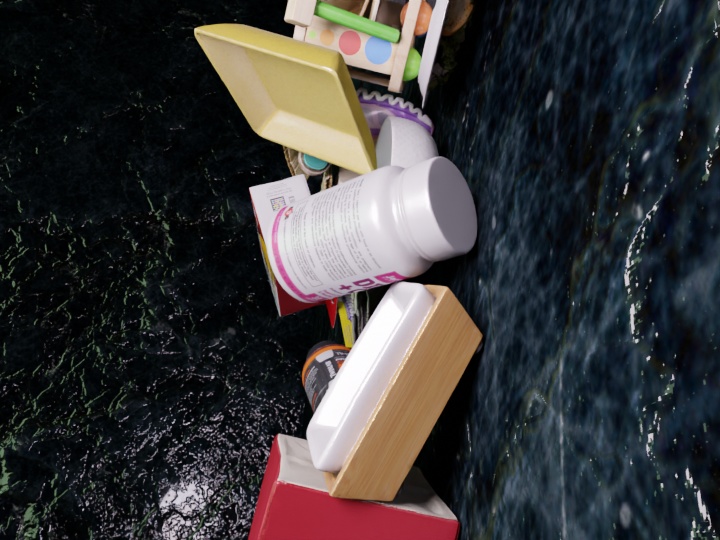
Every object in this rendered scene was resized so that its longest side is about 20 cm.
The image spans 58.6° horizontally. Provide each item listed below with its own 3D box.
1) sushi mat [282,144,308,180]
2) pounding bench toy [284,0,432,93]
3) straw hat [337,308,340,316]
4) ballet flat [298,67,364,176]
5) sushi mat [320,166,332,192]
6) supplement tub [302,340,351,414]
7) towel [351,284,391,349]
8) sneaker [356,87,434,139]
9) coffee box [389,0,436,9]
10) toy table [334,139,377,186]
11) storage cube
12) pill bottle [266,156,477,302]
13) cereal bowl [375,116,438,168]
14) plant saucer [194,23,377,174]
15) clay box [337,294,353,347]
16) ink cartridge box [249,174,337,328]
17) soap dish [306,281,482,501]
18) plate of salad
[{"bbox_3d":[-0.064,-0.233,1.023,0.201,0.012,0.096,-62,-25,-28],"label":"sushi mat"},{"bbox_3d":[0.005,-0.289,0.768,0.200,0.155,0.125,-66,-9,-72],"label":"pounding bench toy"},{"bbox_3d":[-0.001,-0.014,1.107,0.201,0.085,0.202,-15,-90,-76],"label":"straw hat"},{"bbox_3d":[-0.050,-0.236,0.964,0.067,0.068,0.201,171,122,-79],"label":"ballet flat"},{"bbox_3d":[-0.058,-0.136,1.062,0.200,0.012,0.096,-97,14,-67],"label":"sushi mat"},{"bbox_3d":[-0.034,0.186,1.019,0.200,0.106,0.108,-128,45,-63],"label":"supplement tub"},{"bbox_3d":[0.014,0.093,0.871,0.200,0.034,0.194,-41,-47,-74],"label":"towel"},{"bbox_3d":[0.002,-0.207,0.897,0.080,0.199,0.089,4,-76,-87],"label":"sneaker"},{"bbox_3d":[0.018,-0.417,0.953,0.200,0.114,0.080,-14,-61,-56],"label":"coffee box"},{"bbox_3d":[0.023,-0.176,1.042,0.200,0.116,0.185,-93,13,-61],"label":"toy table"},{"bbox_3d":[-0.022,0.285,0.630,0.171,0.199,0.181,174,110,-83],"label":"storage cube"},{"bbox_3d":[0.010,-0.040,0.658,0.199,0.113,0.114,-16,58,36],"label":"pill bottle"},{"bbox_3d":[0.057,-0.089,0.810,0.200,0.083,0.202,-173,90,-82],"label":"cereal bowl"},{"bbox_3d":[-0.073,-0.210,0.766,0.049,0.199,0.200,-59,-24,-16],"label":"plant saucer"},{"bbox_3d":[0.000,0.000,0.950,0.115,0.047,0.201,-58,-36,-56],"label":"clay box"},{"bbox_3d":[-0.096,-0.011,0.947,0.200,0.083,0.177,99,153,-68],"label":"ink cartridge box"},{"bbox_3d":[0.029,0.110,0.615,0.201,0.081,0.157,-60,7,-5],"label":"soap dish"},{"bbox_3d":[0.106,-0.284,0.737,0.200,0.048,0.201,14,-90,-87],"label":"plate of salad"}]
